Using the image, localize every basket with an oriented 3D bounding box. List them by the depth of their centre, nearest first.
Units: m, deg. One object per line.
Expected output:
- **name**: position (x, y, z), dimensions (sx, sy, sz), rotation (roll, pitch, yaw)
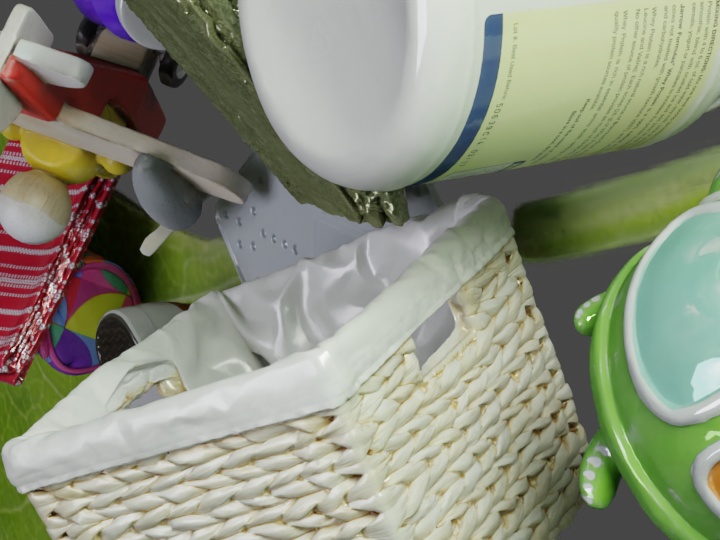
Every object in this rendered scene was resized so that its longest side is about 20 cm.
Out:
- **basket**: position (-0.017, 0.089, 0.957), dimensions (0.199, 0.198, 0.161), rotation (-20, 101, 33)

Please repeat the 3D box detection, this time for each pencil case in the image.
- **pencil case**: position (-0.229, 0.009, 1.411), dimensions (0.200, 0.088, 0.089), rotation (24, 118, 54)

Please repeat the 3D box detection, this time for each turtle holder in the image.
- **turtle holder**: position (0.173, 0.023, 0.783), dimensions (0.141, 0.186, 0.132), rotation (40, 141, 0)

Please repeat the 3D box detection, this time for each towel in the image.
- **towel**: position (-0.054, -0.100, 1.001), dimensions (0.200, 0.036, 0.148), rotation (48, 171, -14)
- **towel**: position (-0.225, -0.026, 1.351), dimensions (0.144, 0.022, 0.201), rotation (8, 71, 51)

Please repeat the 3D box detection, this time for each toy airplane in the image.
- **toy airplane**: position (-0.181, -0.082, 1.191), dimensions (0.200, 0.198, 0.142), rotation (33, 107, 60)

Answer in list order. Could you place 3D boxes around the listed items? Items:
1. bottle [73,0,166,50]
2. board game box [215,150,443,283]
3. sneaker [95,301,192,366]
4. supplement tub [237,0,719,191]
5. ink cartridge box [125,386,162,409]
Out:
- **bottle**: position (-0.127, -0.174, 1.159), dimensions (0.200, 0.083, 0.066), rotation (-122, 25, -65)
- **board game box**: position (0.000, 0.000, 1.117), dimensions (0.200, 0.026, 0.201), rotation (-49, 59, 50)
- **sneaker**: position (-0.081, 0.104, 1.223), dimensions (0.073, 0.084, 0.201), rotation (-38, 72, 45)
- **supplement tub**: position (0.066, -0.115, 0.824), dimensions (0.145, 0.199, 0.146), rotation (21, 116, 52)
- **ink cartridge box**: position (-0.075, 0.137, 1.133), dimensions (0.119, 0.042, 0.201), rotation (-24, 81, 51)
